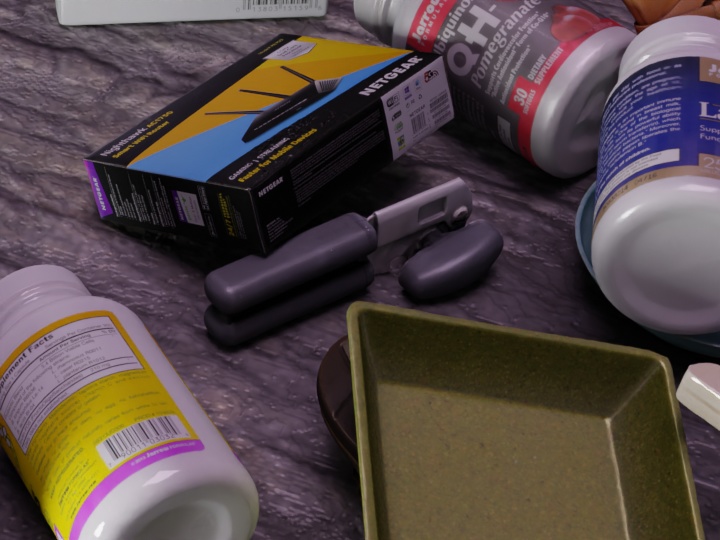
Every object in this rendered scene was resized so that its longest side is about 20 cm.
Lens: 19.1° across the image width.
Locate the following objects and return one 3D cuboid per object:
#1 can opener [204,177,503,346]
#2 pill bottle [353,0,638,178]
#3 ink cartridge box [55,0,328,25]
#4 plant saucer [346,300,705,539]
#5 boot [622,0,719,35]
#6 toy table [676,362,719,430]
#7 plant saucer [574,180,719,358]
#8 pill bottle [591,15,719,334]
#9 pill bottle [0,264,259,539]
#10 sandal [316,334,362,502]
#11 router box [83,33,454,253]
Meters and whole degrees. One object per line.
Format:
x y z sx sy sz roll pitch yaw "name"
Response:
0.000 0.000 1.327 0.200 0.053 0.067 -24 48 -29 "can opener"
0.093 -0.157 1.475 0.111 0.111 0.200 -31 52 -35 "pill bottle"
-0.118 -0.258 1.518 0.199 0.174 0.044 -3 41 -11 "ink cartridge box"
0.084 0.123 1.147 0.199 0.048 0.200 10 49 -19 "plant saucer"
0.272 -0.183 1.495 0.155 0.074 0.200 54 50 -10 "boot"
0.272 0.098 1.172 0.200 0.184 0.117 25 27 33 "toy table"
0.234 -0.004 1.374 0.199 0.036 0.200 3 41 -2 "plant saucer"
0.204 -0.065 1.324 0.115 0.116 0.200 8 41 2 "pill bottle"
-0.143 0.085 1.174 0.104 0.104 0.200 -17 45 -25 "pill bottle"
0.035 0.120 1.199 0.082 0.055 0.200 -20 62 -32 "sandal"
-0.057 -0.087 1.388 0.149 0.051 0.200 11 35 39 "router box"
